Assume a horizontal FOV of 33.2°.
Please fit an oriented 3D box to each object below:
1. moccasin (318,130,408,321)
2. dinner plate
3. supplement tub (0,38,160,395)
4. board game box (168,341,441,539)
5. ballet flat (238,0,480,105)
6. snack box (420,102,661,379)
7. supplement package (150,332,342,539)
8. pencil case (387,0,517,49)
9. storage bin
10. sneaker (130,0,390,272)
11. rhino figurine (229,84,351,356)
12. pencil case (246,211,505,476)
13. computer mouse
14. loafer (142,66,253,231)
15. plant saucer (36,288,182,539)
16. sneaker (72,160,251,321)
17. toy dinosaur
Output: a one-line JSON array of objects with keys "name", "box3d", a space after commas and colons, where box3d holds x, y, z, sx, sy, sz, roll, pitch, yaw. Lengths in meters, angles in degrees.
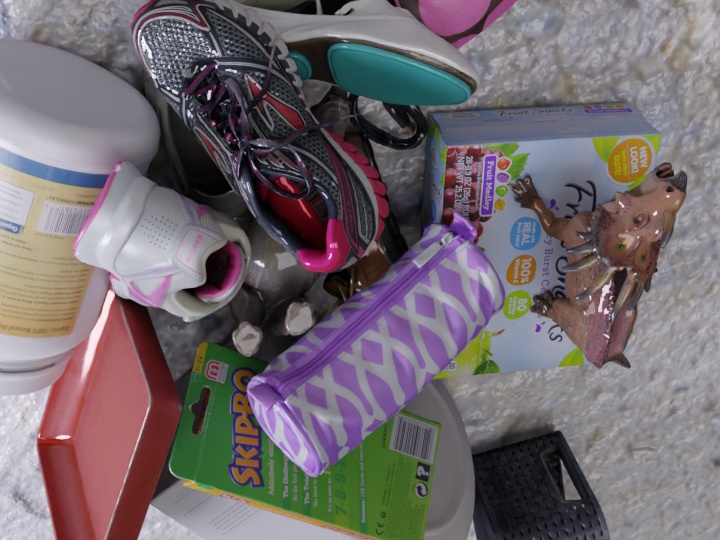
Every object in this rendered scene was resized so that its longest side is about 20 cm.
[{"name": "moccasin", "box3d": [0.000, 0.001, 0.903, 0.077, 0.074, 0.204, -18, 111, 8]}, {"name": "dinner plate", "box3d": [0.032, 0.138, 0.938, 0.024, 0.202, 0.200, -26, 127, 37]}, {"name": "supplement tub", "box3d": [-0.227, -0.034, 0.805, 0.143, 0.145, 0.202, 15, 115, -20]}, {"name": "board game box", "box3d": [-0.037, 0.126, 0.848, 0.198, 0.097, 0.030, 23, 155, -25]}, {"name": "ballet flat", "box3d": [-0.019, -0.150, 0.772, 0.197, 0.070, 0.070, 5, 121, 10]}, {"name": "snack box", "box3d": [0.132, -0.022, 0.936, 0.166, 0.068, 0.203, -4, 121, -11]}, {"name": "supplement package", "box3d": [-0.053, 0.161, 0.963, 0.121, 0.121, 0.200, -37, 121, 21]}, {"name": "pencil case", "box3d": [0.097, -0.233, 0.798, 0.199, 0.094, 0.091, -39, 165, 11]}, {"name": "storage bin", "box3d": [0.160, 0.261, 1.065, 0.092, 0.136, 0.202, -15, 122, -3]}, {"name": "sneaker", "box3d": [-0.062, -0.086, 0.727, 0.200, 0.075, 0.081, 45, 118, -2]}, {"name": "rhino figurine", "box3d": [-0.043, -0.043, 0.825, 0.059, 0.087, 0.203, 16, 94, -10]}, {"name": "pencil case", "box3d": [0.014, 0.048, 0.818, 0.200, 0.084, 0.086, -42, 152, -22]}, {"name": "computer mouse", "box3d": [-0.015, -0.161, 0.847, 0.058, 0.034, 0.201, -38, 123, -3]}, {"name": "loafer", "box3d": [-0.099, -0.063, 0.860, 0.069, 0.070, 0.202, -24, 122, 3]}, {"name": "plant saucer", "box3d": [-0.182, 0.112, 0.871, 0.036, 0.201, 0.202, 8, 119, -27]}, {"name": "sneaker", "box3d": [-0.115, -0.004, 0.784, 0.087, 0.200, 0.082, 28, 88, 7]}, {"name": "toy dinosaur", "box3d": [0.170, 0.012, 0.846, 0.084, 0.136, 0.203, -13, 122, -6]}]
